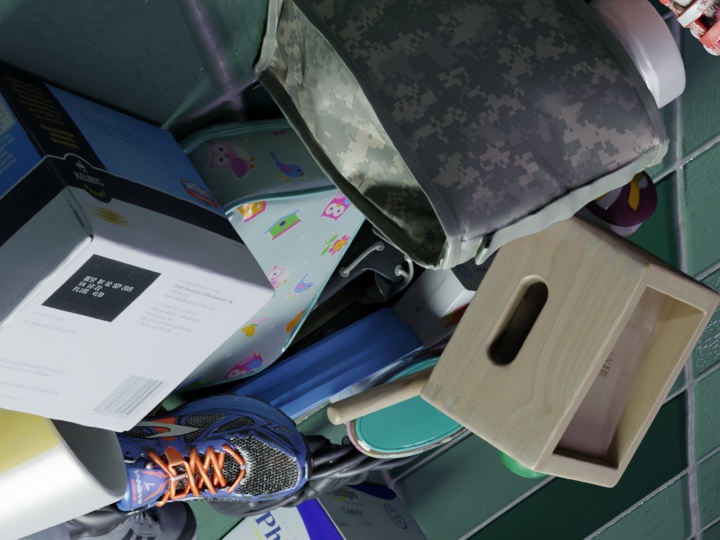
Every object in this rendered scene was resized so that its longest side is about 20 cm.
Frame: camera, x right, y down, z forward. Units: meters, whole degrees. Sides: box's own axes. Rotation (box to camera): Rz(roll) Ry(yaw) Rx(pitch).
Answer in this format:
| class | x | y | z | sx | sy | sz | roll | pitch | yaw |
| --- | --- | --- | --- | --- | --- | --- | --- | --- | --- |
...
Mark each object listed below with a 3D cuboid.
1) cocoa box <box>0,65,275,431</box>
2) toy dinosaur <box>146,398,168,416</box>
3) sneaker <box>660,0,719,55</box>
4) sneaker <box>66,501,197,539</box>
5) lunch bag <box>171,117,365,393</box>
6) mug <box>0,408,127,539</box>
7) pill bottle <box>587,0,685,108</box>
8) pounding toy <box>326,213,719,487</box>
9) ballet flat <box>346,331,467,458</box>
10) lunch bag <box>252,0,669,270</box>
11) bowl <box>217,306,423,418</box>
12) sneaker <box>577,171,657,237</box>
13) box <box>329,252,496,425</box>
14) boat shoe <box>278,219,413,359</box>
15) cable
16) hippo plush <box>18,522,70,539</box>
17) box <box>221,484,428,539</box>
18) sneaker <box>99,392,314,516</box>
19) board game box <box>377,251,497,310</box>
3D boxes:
| class | x | y | z | sx | sy | sz | roll | pitch | yaw |
| --- | --- | --- | --- | --- | --- | --- | --- | --- | --- |
| cocoa box | -0.169 | -0.010 | 1.352 | 0.133 | 0.132 | 0.200 | -42 | 156 | 15 |
| toy dinosaur | -0.139 | 0.104 | 1.625 | 0.198 | 0.102 | 0.058 | -11 | -160 | 13 |
| sneaker | 0.197 | -0.196 | 1.530 | 0.067 | 0.108 | 0.201 | -46 | 154 | 23 |
| sneaker | -0.169 | 0.167 | 1.742 | 0.199 | 0.076 | 0.114 | 2 | 139 | -51 |
| lunch bag | -0.084 | -0.008 | 1.538 | 0.160 | 0.077 | 0.200 | -14 | 148 | -43 |
| mug | -0.251 | 0.091 | 1.467 | 0.152 | 0.187 | 0.149 | -29 | -169 | 7 |
| pill bottle | 0.107 | -0.102 | 1.578 | 0.199 | 0.113 | 0.112 | -30 | 156 | -11 |
| pounding toy | 0.114 | 0.058 | 1.657 | 0.201 | 0.142 | 0.184 | -61 | 153 | 5 |
| ballet flat | 0.073 | 0.072 | 1.772 | 0.199 | 0.069 | 0.071 | -32 | -166 | -11 |
| lunch bag | 0.060 | -0.099 | 1.413 | 0.163 | 0.200 | 0.118 | -25 | 154 | -24 |
| bowl | -0.051 | 0.085 | 1.718 | 0.200 | 0.040 | 0.201 | -29 | 178 | -1 |
| sneaker | 0.164 | -0.083 | 1.727 | 0.199 | 0.075 | 0.090 | 5 | 126 | -52 |
| box | 0.085 | 0.051 | 1.871 | 0.199 | 0.041 | 0.156 | -3 | 140 | -52 |
| boat shoe | 0.000 | 0.000 | 1.684 | 0.199 | 0.060 | 0.076 | -30 | 156 | -14 |
| cable | -0.041 | 0.147 | 1.847 | 0.162 | 0.051 | 0.200 | -14 | 171 | -22 |
| hippo plush | -0.255 | 0.223 | 1.577 | 0.199 | 0.160 | 0.161 | 26 | 123 | -21 |
| box | -0.054 | 0.279 | 2.071 | 0.200 | 0.105 | 0.184 | -43 | 156 | 14 |
| sneaker | -0.128 | 0.126 | 1.558 | 0.198 | 0.079 | 0.076 | 0 | 117 | 9 |
| board game box | 0.096 | -0.002 | 1.862 | 0.200 | 0.019 | 0.103 | -39 | 154 | 6 |
